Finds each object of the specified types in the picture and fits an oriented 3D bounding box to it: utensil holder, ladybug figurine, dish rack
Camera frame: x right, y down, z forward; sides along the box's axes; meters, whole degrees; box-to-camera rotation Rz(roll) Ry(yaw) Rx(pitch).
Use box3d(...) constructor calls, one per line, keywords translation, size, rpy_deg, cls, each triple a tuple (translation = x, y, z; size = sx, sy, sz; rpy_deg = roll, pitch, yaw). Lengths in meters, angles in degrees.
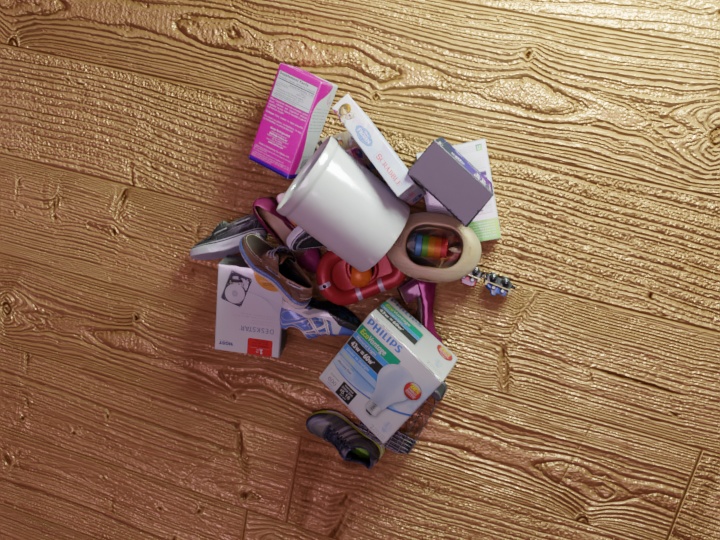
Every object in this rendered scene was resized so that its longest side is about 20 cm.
box3d(translation=(-0.029, -0.120, 1.114), size=(0.199, 0.171, 0.170), rpy_deg=(37, 109, -14), cls="utensil holder")
box3d(translation=(0.141, -0.045, 1.195), size=(0.196, 0.072, 0.138), rpy_deg=(12, 88, 7), cls="ladybug figurine")
box3d(translation=(0.089, 0.312, 1.352), size=(0.152, 0.055, 0.202), rpy_deg=(27, 110, 7), cls="dish rack")

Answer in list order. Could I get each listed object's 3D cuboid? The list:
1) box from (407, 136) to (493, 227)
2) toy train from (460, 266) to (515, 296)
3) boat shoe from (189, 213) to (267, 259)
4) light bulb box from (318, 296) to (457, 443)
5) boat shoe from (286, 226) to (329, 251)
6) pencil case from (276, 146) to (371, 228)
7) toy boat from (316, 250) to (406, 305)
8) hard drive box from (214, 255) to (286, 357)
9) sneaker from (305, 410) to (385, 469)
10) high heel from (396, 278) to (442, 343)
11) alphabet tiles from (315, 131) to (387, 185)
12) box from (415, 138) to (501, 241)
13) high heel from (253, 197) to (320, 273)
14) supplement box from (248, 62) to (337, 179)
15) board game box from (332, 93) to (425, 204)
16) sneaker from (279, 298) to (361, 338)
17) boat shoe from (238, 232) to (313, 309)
box3d(translation=(0.169, -0.169, 1.097), size=(0.141, 0.200, 0.079), rpy_deg=(39, 108, 0), cls="box")
box3d(translation=(0.226, 0.010, 1.245), size=(0.197, 0.034, 0.047), rpy_deg=(20, 99, 2), cls="toy train")
box3d(translation=(-0.298, -0.076, 1.342), size=(0.197, 0.072, 0.072), rpy_deg=(-15, 78, 17), cls="boat shoe")
box3d(translation=(0.057, 0.203, 1.232), size=(0.198, 0.125, 0.201), rpy_deg=(42, 116, 9), cls="light bulb box")
box3d(translation=(-0.055, -0.077, 1.235), size=(0.196, 0.074, 0.069), rpy_deg=(-22, 61, -11), cls="boat shoe")
box3d(translation=(-0.074, -0.170, 1.228), size=(0.198, 0.087, 0.088), rpy_deg=(-33, 95, 7), cls="pencil case")
box3d(translation=(0.000, 0.000, 1.245), size=(0.197, 0.131, 0.132), rpy_deg=(-22, 98, 11), cls="toy boat")
box3d(translation=(-0.241, 0.080, 1.346), size=(0.153, 0.077, 0.204), rpy_deg=(6, 106, 2), cls="hard drive box")
box3d(translation=(-0.038, 0.392, 1.385), size=(0.197, 0.081, 0.075), rpy_deg=(22, 108, 7), cls="sneaker")
box3d(translation=(0.161, 0.096, 1.280), size=(0.095, 0.067, 0.202), rpy_deg=(-29, 107, -5), cls="high heel")
box3d(translation=(-0.026, -0.191, 1.276), size=(0.164, 0.006, 0.204), rpy_deg=(-12, 101, 16), cls="alphabet tiles")
box3d(translation=(0.201, -0.153, 1.219), size=(0.142, 0.036, 0.204), rpy_deg=(-9, 100, 15), cls="box")
box3d(translation=(-0.160, -0.069, 1.281), size=(0.067, 0.096, 0.201), rpy_deg=(-40, 92, 17), cls="high heel")
box3d(translation=(-0.136, -0.303, 1.220), size=(0.102, 0.101, 0.203), rpy_deg=(27, 108, 10), cls="supplement box")
box3d(translation=(0.041, -0.221, 1.132), size=(0.041, 0.199, 0.201), rpy_deg=(-37, 83, 11), cls="board game box")
box3d(translation=(-0.086, 0.112, 1.315), size=(0.197, 0.076, 0.078), rpy_deg=(20, 108, -12), cls="sneaker")
box3d(translation=(-0.168, -0.015, 1.241), size=(0.200, 0.072, 0.073), rpy_deg=(43, 133, 6), cls="boat shoe")
